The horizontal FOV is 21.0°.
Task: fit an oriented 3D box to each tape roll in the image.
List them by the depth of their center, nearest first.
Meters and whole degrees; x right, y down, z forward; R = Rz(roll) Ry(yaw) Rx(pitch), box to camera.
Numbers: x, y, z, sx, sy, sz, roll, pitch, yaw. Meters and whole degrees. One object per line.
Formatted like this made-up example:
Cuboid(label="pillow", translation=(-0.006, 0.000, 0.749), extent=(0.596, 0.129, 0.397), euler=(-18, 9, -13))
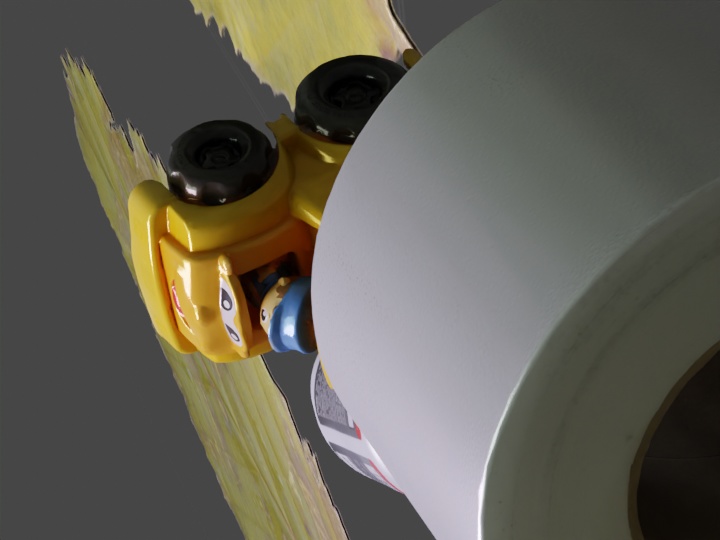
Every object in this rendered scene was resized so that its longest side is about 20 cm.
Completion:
Cuboid(label="tape roll", translation=(0.099, 0.021, 0.624), extent=(0.139, 0.201, 0.204), euler=(-128, 20, -53))

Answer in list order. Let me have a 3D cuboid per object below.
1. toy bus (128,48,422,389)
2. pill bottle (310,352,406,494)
Cuboid(label="toy bus", translation=(0.000, 0.000, 1.051), extent=(0.192, 0.199, 0.137), euler=(47, 154, 40))
Cuboid(label="pill bottle", translation=(0.033, 0.077, 1.200), extent=(0.200, 0.115, 0.117), euler=(-177, 66, -77))
